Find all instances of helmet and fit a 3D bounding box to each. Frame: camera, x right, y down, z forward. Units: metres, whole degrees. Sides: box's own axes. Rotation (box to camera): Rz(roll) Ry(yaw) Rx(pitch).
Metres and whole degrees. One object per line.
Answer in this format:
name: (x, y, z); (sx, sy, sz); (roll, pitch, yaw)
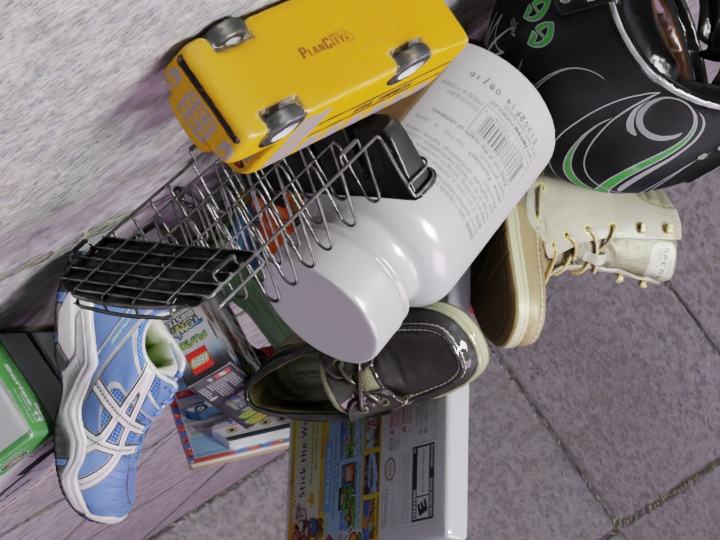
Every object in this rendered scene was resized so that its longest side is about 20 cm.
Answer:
helmet: (0.181, -0.144, 1.363); (0.199, 0.201, 0.190); (-31, 180, -32)

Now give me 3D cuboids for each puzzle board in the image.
puzzle board: (-0.056, 0.096, 1.638); (0.198, 0.018, 0.151); (-13, -152, -9)

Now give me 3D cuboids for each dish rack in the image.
dish rack: (-0.070, -0.027, 1.157); (0.153, 0.055, 0.200); (4, -141, 45)

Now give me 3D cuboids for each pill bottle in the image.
pill bottle: (0.029, -0.043, 1.277); (0.200, 0.114, 0.114); (-51, -179, -28)

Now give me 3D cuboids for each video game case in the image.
video game case: (0.011, 0.102, 1.403); (0.023, 0.202, 0.181); (16, 157, -36)

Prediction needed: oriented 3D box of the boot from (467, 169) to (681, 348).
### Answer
boot: (0.152, -0.014, 1.400); (0.201, 0.153, 0.072); (-94, -156, -48)

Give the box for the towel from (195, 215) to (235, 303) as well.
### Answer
towel: (-0.096, -0.009, 1.579); (0.149, 0.031, 0.200); (-37, 173, 1)

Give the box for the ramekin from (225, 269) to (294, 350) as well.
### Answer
ramekin: (0.000, 0.000, 1.587); (0.199, 0.098, 0.200); (-33, 170, -7)

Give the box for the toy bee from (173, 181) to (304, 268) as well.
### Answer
toy bee: (-0.034, -0.042, 1.361); (0.109, 0.130, 0.200); (-59, 166, -12)

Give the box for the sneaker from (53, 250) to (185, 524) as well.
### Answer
sneaker: (-0.156, 0.084, 1.302); (0.076, 0.076, 0.201); (-78, 172, -57)

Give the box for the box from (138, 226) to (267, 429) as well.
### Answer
box: (-0.111, 0.045, 1.427); (0.035, 0.111, 0.200); (-29, 165, 1)

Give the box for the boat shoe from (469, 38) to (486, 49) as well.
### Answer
boat shoe: (0.023, -0.089, 1.461); (0.202, 0.075, 0.075); (-35, -178, 6)

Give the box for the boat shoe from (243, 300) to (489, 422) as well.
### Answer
boat shoe: (0.000, 0.070, 1.328); (0.200, 0.072, 0.066); (-11, -160, 47)

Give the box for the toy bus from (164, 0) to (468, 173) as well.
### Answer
toy bus: (-0.027, -0.112, 1.102); (0.199, 0.065, 0.078); (-30, 173, -42)

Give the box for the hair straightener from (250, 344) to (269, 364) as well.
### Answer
hair straightener: (-0.081, 0.087, 1.575); (0.041, 0.200, 0.077); (-52, 135, -4)

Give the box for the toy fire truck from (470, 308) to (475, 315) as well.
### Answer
toy fire truck: (0.140, -0.059, 1.532); (0.201, 0.049, 0.141); (-62, 168, 9)

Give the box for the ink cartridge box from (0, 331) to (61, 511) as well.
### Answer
ink cartridge box: (-0.265, 0.114, 1.367); (0.146, 0.083, 0.200); (-37, 173, 8)
